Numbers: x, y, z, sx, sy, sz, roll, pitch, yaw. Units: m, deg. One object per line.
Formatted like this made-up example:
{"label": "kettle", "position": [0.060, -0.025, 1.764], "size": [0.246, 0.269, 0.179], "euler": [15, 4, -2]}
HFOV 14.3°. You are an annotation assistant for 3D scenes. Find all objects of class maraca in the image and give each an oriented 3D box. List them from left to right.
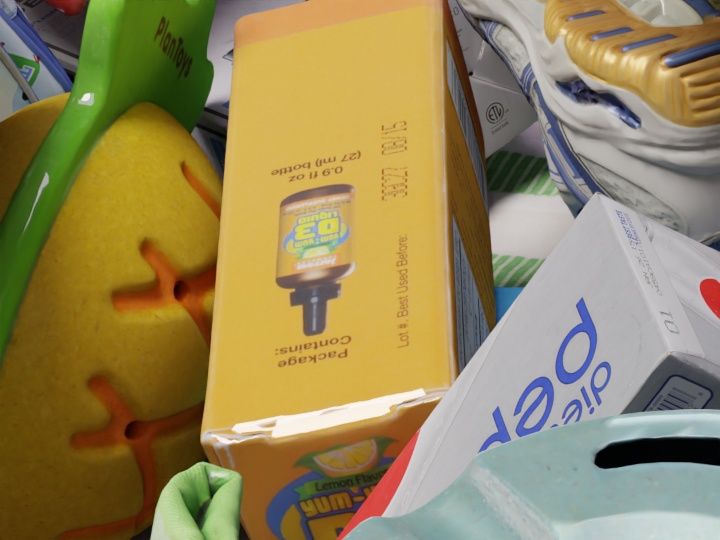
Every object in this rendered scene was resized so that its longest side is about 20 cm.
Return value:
{"label": "maraca", "position": [-0.081, -0.001, 0.834], "size": [0.106, 0.137, 0.201], "euler": [18, 84, 8]}

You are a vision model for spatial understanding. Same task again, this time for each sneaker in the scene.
{"label": "sneaker", "position": [0.069, -0.054, 0.838], "size": [0.075, 0.089, 0.200], "euler": [-11, 25, -4]}

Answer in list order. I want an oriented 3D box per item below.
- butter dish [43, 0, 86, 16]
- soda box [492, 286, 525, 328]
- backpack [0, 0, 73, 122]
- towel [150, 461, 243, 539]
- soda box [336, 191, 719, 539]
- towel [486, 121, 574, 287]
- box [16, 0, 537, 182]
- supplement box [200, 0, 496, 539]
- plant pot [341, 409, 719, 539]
{"label": "butter dish", "position": [-0.083, -0.213, 0.953], "size": [0.147, 0.201, 0.200], "euler": [-12, 33, -30]}
{"label": "soda box", "position": [0.065, 0.050, 0.807], "size": [0.199, 0.064, 0.068], "euler": [2, 39, 24]}
{"label": "backpack", "position": [-0.175, -0.040, 0.916], "size": [0.200, 0.191, 0.154], "euler": [-40, 46, 1]}
{"label": "towel", "position": [-0.061, 0.148, 0.594], "size": [0.030, 0.201, 0.149], "euler": [14, 7, -5]}
{"label": "soda box", "position": [0.031, 0.084, 0.677], "size": [0.200, 0.063, 0.068], "euler": [-54, 27, 23]}
{"label": "towel", "position": [0.040, -0.024, 0.950], "size": [0.152, 0.023, 0.200], "euler": [4, 41, 28]}
{"label": "box", "position": [-0.040, -0.072, 0.990], "size": [0.116, 0.060, 0.200], "euler": [-35, 31, -19]}
{"label": "supplement box", "position": [0.000, 0.000, 0.790], "size": [0.066, 0.069, 0.201], "euler": [-12, 34, 10]}
{"label": "plant pot", "position": [0.068, 0.147, 0.563], "size": [0.199, 0.197, 0.201], "euler": [-12, 36, 9]}
